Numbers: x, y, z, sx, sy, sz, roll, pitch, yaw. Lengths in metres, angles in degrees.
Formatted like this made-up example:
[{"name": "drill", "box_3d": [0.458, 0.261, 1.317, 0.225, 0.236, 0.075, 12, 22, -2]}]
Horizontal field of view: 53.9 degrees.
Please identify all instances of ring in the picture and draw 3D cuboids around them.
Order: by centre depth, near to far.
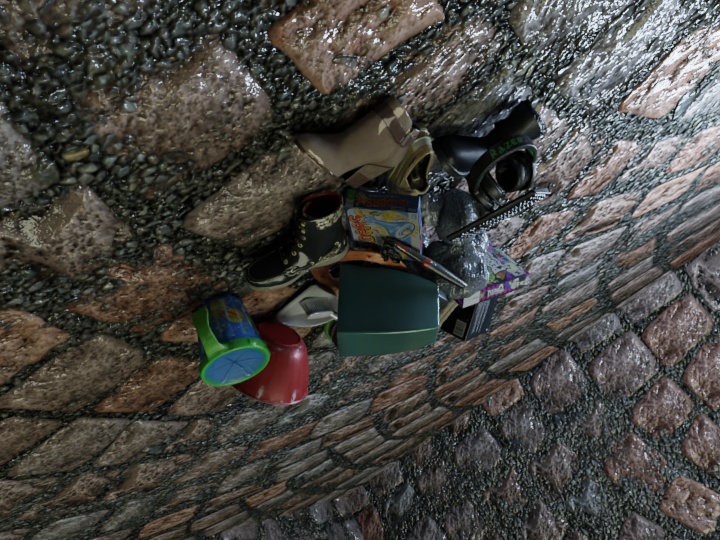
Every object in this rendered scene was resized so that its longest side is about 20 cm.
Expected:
[{"name": "ring", "box_3d": [0.000, 0.000, 1.410, 0.194, 0.020, 0.202, 3, 154, 2]}]

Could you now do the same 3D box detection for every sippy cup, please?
[{"name": "sippy cup", "box_3d": [-0.251, 0.125, 1.332, 0.136, 0.133, 0.180, -11, 148, -23]}]

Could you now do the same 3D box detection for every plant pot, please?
[{"name": "plant pot", "box_3d": [0.055, 0.084, 1.388, 0.193, 0.145, 0.142, 2, 156, 2]}]

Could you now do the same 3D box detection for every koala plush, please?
[{"name": "koala plush", "box_3d": [0.192, -0.071, 1.407, 0.171, 0.186, 0.205, -2, 125, -4]}]

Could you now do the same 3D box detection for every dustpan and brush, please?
[{"name": "dustpan and brush", "box_3d": [-0.073, 0.090, 1.547, 0.139, 0.058, 0.198, -37, 158, 29]}]

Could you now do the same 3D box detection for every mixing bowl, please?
[{"name": "mixing bowl", "box_3d": [-0.185, 0.179, 1.488, 0.197, 0.199, 0.111, 2, 117, -48]}]

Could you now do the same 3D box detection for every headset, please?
[{"name": "headset", "box_3d": [0.226, -0.162, 1.190, 0.121, 0.095, 0.201, -26, 155, -10]}]

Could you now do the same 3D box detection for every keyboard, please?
[{"name": "keyboard", "box_3d": [0.254, -0.098, 1.271, 0.198, 0.021, 0.126, -28, 173, 38]}]

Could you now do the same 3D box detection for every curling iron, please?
[{"name": "curling iron", "box_3d": [0.120, -0.010, 1.330, 0.196, 0.026, 0.049, 23, 146, -21]}]

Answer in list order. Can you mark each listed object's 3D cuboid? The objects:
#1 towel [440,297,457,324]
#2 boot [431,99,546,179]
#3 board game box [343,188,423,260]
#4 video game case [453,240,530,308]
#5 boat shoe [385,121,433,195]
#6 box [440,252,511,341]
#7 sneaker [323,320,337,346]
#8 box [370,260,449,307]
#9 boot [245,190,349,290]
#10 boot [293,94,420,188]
[{"name": "towel", "box_3d": [0.178, 0.061, 1.677, 0.034, 0.136, 0.201, 4, 145, -24]}, {"name": "boot", "box_3d": [0.224, -0.230, 1.210, 0.167, 0.078, 0.198, -36, 161, 25]}, {"name": "board game box", "box_3d": [0.046, -0.079, 1.293, 0.131, 0.035, 0.201, 7, 158, 10]}, {"name": "video game case", "box_3d": [0.236, -0.008, 1.529, 0.177, 0.200, 0.037, -16, 129, -24]}, {"name": "boat shoe", "box_3d": [0.087, -0.159, 1.207, 0.070, 0.077, 0.201, -23, 156, -11]}, {"name": "box", "box_3d": [0.275, 0.051, 1.689, 0.140, 0.078, 0.206, -6, 115, -55]}, {"name": "sneaker", "box_3d": [0.010, 0.123, 1.678, 0.196, 0.085, 0.077, -24, 157, -8]}, {"name": "box", "box_3d": [0.079, 0.053, 1.566, 0.156, 0.052, 0.198, -34, 137, 28]}, {"name": "boot", "box_3d": [-0.113, -0.053, 1.219, 0.199, 0.075, 0.155, -22, 151, -13]}, {"name": "boot", "box_3d": [0.004, -0.203, 1.058, 0.146, 0.071, 0.199, -42, 155, 15]}]
